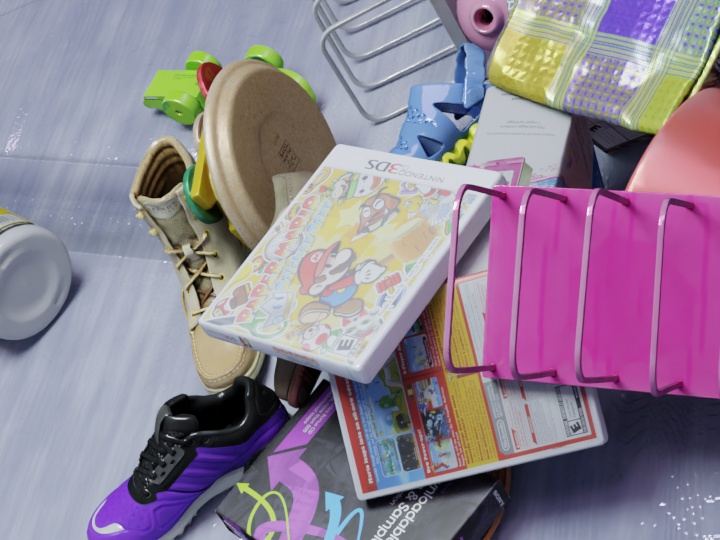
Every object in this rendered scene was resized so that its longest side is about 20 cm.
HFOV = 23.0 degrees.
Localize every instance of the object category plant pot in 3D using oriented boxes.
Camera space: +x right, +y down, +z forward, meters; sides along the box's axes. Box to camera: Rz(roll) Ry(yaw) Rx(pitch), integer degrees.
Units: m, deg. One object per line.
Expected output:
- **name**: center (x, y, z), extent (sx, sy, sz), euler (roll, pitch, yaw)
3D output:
- **plant pot**: center (0.301, -0.010, 1.307), extent (0.176, 0.201, 0.201), euler (26, 67, 28)

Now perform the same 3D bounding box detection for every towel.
- **towel**: center (0.192, -0.187, 1.370), extent (0.199, 0.023, 0.145), euler (26, 88, 43)

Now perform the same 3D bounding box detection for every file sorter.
- **file sorter**: center (0.166, 0.014, 1.200), extent (0.198, 0.125, 0.141), euler (4, 91, 21)
- **file sorter**: center (0.019, -0.266, 1.687), extent (0.124, 0.139, 0.201), euler (-25, 46, 10)

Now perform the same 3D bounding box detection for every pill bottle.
- **pill bottle**: center (-0.378, -0.016, 1.698), extent (0.199, 0.112, 0.112), euler (24, 66, 39)

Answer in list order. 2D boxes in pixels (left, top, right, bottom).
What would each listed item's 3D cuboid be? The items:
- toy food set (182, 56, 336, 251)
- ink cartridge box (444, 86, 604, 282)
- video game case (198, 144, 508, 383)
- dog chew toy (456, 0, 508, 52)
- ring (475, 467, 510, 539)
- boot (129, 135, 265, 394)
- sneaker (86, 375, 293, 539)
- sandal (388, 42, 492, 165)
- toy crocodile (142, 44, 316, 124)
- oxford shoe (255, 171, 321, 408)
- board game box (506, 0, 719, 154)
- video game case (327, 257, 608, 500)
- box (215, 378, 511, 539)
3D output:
- **toy food set**: center (-0.081, -0.095, 1.556), extent (0.048, 0.198, 0.202), euler (-16, 49, 32)
- **ink cartridge box**: center (0.133, -0.026, 1.421), extent (0.084, 0.145, 0.201), euler (3, 55, 22)
- **video game case**: center (-0.007, -0.012, 1.361), extent (0.181, 0.023, 0.201), euler (13, 57, 43)
- **dog chew toy**: center (0.148, -0.252, 1.582), extent (0.123, 0.126, 0.200), euler (2, 24, 28)
- **ring**: center (0.025, 0.177, 1.397), extent (0.198, 0.019, 0.202), euler (-15, 47, 17)
- **boot**: center (-0.142, -0.005, 1.536), extent (0.072, 0.156, 0.201), euler (-16, 47, 14)
- **sneaker**: center (-0.152, 0.151, 1.450), extent (0.199, 0.100, 0.070), euler (-34, 44, -4)
- **sandal**: center (0.069, -0.130, 1.571), extent (0.199, 0.087, 0.079), euler (-39, 3, -15)
- **toy crocodile**: center (-0.132, -0.175, 1.748), extent (0.198, 0.062, 0.068), euler (1, 54, 33)
- **oxford shoe**: center (-0.056, 0.014, 1.466), extent (0.074, 0.071, 0.202), euler (6, 71, 9)
- **board game box**: center (0.245, -0.197, 1.454), extent (0.199, 0.159, 0.098), euler (-20, 60, 31)
- **video game case**: center (0.073, 0.080, 1.314), extent (0.198, 0.017, 0.145), euler (-16, 85, 20)
- **box**: center (-0.001, 0.182, 1.369), extent (0.199, 0.036, 0.143), euler (26, 68, 38)
